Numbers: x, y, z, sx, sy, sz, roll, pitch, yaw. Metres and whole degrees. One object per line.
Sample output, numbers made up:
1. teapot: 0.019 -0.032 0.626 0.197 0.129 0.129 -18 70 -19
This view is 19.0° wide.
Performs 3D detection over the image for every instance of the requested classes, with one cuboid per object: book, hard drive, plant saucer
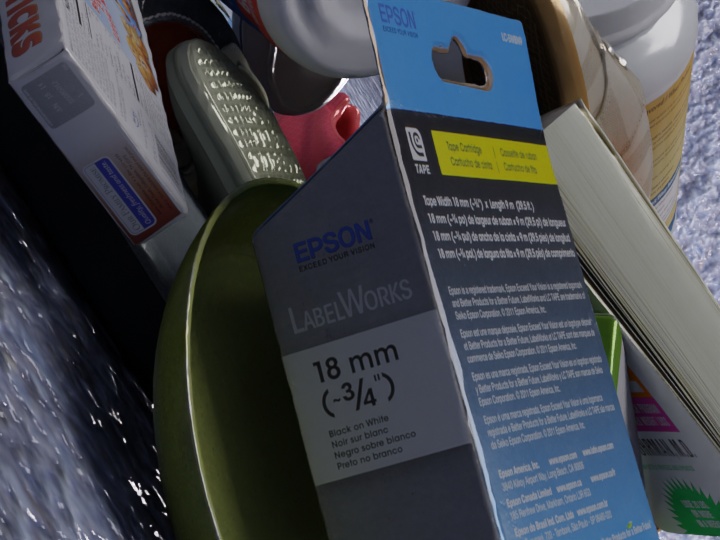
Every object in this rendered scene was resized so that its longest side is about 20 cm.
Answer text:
1. book: 0.111 0.028 0.937 0.200 0.048 0.134 53 -17 -7
2. hard drive: -0.086 -0.020 0.787 0.200 0.033 0.140 59 6 -9
3. plant saucer: -0.015 0.069 0.717 0.200 0.031 0.201 44 36 -46

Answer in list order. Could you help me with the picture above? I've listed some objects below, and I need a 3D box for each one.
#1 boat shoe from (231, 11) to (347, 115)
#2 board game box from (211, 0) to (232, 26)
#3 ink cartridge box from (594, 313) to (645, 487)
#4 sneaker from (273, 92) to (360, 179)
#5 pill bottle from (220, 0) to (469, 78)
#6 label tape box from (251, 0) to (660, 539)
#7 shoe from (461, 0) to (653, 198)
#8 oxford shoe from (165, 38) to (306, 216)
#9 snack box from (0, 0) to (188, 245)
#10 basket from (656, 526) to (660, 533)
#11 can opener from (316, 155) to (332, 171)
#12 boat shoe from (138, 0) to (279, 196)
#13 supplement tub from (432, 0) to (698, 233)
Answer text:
1. boat shoe: -0.018 -0.135 1.041 0.200 0.073 0.067 104 -25 -50
2. board game box: -0.116 -0.160 1.134 0.200 0.041 0.200 59 7 -8
3. ink cartridge box: 0.075 0.132 0.902 0.200 0.075 0.148 72 24 -54
4. sneaker: -0.008 -0.020 1.137 0.074 0.087 0.201 48 13 -54
5. pill bottle: -0.042 -0.172 0.921 0.200 0.112 0.112 41 -8 44
6. label tape box: 0.028 0.013 0.731 0.144 0.063 0.201 0 74 -65
7. shoe: 0.093 -0.063 0.950 0.070 0.053 0.200 30 -30 40
8. oxford shoe: -0.043 -0.009 0.897 0.075 0.058 0.200 -90 160 -48
9. snack box: -0.098 -0.088 0.742 0.072 0.024 0.200 54 9 -32
10. basket: 0.103 0.122 1.093 0.149 0.142 0.200 61 7 24
11. can opener: 0.000 0.000 0.982 0.200 0.053 0.067 106 -31 -65
12. boat shoe: -0.072 -0.064 0.930 0.063 0.071 0.200 57 -1 23
13. supplement tub: 0.091 -0.089 1.062 0.200 0.144 0.145 88 -18 -48
